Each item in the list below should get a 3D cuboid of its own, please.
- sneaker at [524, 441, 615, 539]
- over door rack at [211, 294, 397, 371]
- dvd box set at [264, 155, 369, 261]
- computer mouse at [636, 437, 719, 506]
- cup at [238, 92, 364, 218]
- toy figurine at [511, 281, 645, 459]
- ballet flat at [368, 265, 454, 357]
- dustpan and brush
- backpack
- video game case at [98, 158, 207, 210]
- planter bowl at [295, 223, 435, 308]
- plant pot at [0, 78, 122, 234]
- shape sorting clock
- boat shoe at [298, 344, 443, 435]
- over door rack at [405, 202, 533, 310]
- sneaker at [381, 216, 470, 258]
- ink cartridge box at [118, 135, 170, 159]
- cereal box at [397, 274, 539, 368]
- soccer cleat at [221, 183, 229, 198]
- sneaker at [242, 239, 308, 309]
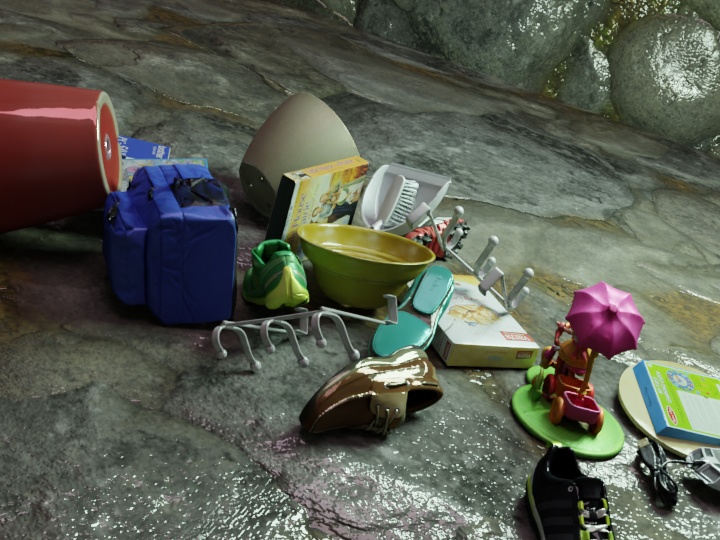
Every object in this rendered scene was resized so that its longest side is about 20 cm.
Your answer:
[{"bbox_3d":[0.215,0.246,0.930,0.070,0.084,0.201,7,26,-19],"label":"sneaker"},{"bbox_3d":[-0.056,0.075,1.084,0.145,0.068,0.199,-8,0,27],"label":"over door rack"},{"bbox_3d":[-0.066,-0.087,1.389,0.029,0.148,0.199,28,26,23],"label":"dvd box set"},{"bbox_3d":[0.429,0.247,1.120,0.196,0.045,0.110,6,20,-8],"label":"computer mouse"},{"bbox_3d":[-0.111,-0.163,1.507,0.142,0.203,0.199,-34,49,-27],"label":"cup"},{"bbox_3d":[0.283,0.098,1.167,0.147,0.187,0.201,14,23,-4],"label":"toy figurine"},{"bbox_3d":[0.067,0.075,1.208,0.067,0.071,0.200,26,45,13],"label":"ballet flat"},{"bbox_3d":[0.038,-0.079,1.440,0.138,0.203,0.057,19,-11,40],"label":"dustpan and brush"},{"bbox_3d":[-0.241,-0.050,1.181,0.165,0.165,0.201,3,28,-20],"label":"backpack"},{"bbox_3d":[-0.316,-0.125,1.338,0.196,0.018,0.144,-2,31,-11],"label":"video game case"},{"bbox_3d":[0.000,0.000,1.304,0.196,0.085,0.201,11,14,-3],"label":"planter bowl"},{"bbox_3d":[-0.404,-0.149,1.190,0.174,0.204,0.201,-5,26,-4],"label":"plant pot"},{"bbox_3d":[0.439,0.189,1.250,0.196,0.040,0.201,13,32,-8],"label":"shape sorting clock"},{"bbox_3d":[0.022,0.142,1.046,0.198,0.076,0.074,-17,57,-43],"label":"boat shoe"},{"bbox_3d":[0.158,-0.024,1.272,0.148,0.067,0.200,43,7,21],"label":"over door rack"},{"bbox_3d":[0.102,-0.061,1.532,0.097,0.072,0.199,33,30,29],"label":"sneaker"},{"bbox_3d":[-0.354,-0.151,1.469,0.092,0.045,0.201,12,25,-12],"label":"ink cartridge box"},{"bbox_3d":[0.145,0.067,1.324,0.141,0.040,0.200,4,26,-27],"label":"cereal box"},{"bbox_3d":[-0.259,-0.078,1.362,0.081,0.068,0.198,39,38,25],"label":"soccer cleat"},{"bbox_3d":[-0.106,0.003,1.196,0.073,0.085,0.200,-4,2,-19],"label":"sneaker"}]
